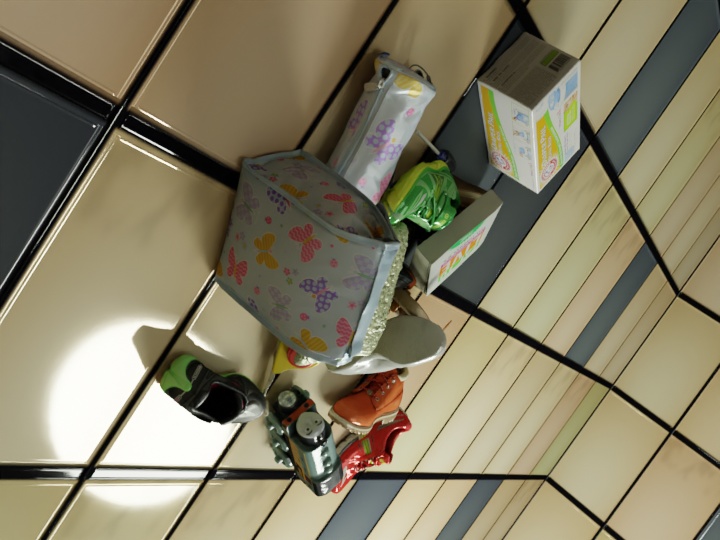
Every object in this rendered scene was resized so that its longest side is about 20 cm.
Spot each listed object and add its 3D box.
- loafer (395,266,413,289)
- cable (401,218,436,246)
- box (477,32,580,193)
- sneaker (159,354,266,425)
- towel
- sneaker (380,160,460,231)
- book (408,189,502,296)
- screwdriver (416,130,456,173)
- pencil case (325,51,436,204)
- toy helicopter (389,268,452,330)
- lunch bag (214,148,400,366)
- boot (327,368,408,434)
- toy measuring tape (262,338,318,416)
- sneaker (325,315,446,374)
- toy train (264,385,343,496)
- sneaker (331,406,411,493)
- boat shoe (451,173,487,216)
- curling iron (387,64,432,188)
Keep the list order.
[{"bbox_3d":[0.000,0.000,1.146,0.199,0.073,0.073,19,115,-49],"label":"loafer"},{"bbox_3d":[0.080,-0.073,1.223,0.200,0.050,0.098,3,108,-70],"label":"cable"},{"bbox_3d":[0.255,-0.230,1.222,0.113,0.101,0.201,-45,150,-13],"label":"box"},{"bbox_3d":[-0.178,0.171,1.049,0.077,0.084,0.200,-52,150,1],"label":"sneaker"},{"bbox_3d":[-0.009,0.032,1.067,0.147,0.036,0.202,-9,123,-42],"label":"towel"},{"bbox_3d":[0.087,-0.093,1.067,0.074,0.084,0.200,-39,175,31],"label":"sneaker"},{"bbox_3d":[0.136,-0.040,1.200,0.133,0.048,0.200,-39,169,-7],"label":"book"},{"bbox_3d":[0.105,-0.162,1.115,0.028,0.029,0.200,-53,167,6],"label":"screwdriver"},{"bbox_3d":[0.014,-0.152,0.978,0.201,0.083,0.091,-63,170,19],"label":"pencil case"},{"bbox_3d":[0.091,0.084,1.290,0.079,0.132,0.200,-47,150,-10],"label":"toy helicopter"},{"bbox_3d":[-0.051,-0.013,0.918,0.126,0.199,0.171,-16,134,-45],"label":"lunch bag"},{"bbox_3d":[0.017,0.209,1.388,0.199,0.075,0.108,-9,126,-62],"label":"boot"},{"bbox_3d":[-0.089,0.131,1.144,0.073,0.073,0.202,-18,137,-45],"label":"toy measuring tape"},{"bbox_3d":[0.048,0.121,1.240,0.088,0.198,0.076,33,52,-53],"label":"sneaker"},{"bbox_3d":[-0.082,0.261,1.250,0.085,0.114,0.201,-38,147,-25],"label":"toy train"},{"bbox_3d":[0.016,0.332,1.494,0.200,0.085,0.077,-48,150,-8],"label":"sneaker"},{"bbox_3d":[0.157,-0.100,1.250,0.199,0.071,0.065,9,114,-59],"label":"boat shoe"},{"bbox_3d":[0.050,-0.167,1.056,0.026,0.049,0.202,-39,151,-52],"label":"curling iron"}]
